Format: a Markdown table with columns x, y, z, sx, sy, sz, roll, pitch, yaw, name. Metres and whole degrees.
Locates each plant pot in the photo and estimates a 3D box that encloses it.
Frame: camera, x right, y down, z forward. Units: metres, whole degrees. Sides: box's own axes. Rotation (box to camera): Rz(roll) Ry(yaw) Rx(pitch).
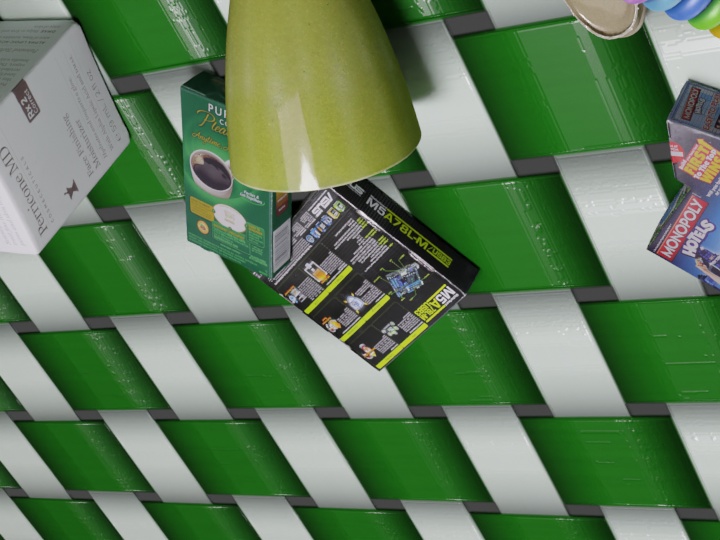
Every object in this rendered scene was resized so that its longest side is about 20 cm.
| x | y | z | sx | sy | sz | roll | pitch | yaw | name |
| --- | --- | --- | --- | --- | --- | --- | --- | --- | --- |
| -0.050 | -0.203 | 1.488 | 0.186 | 0.187 | 0.202 | 4 | 119 | 30 | plant pot |

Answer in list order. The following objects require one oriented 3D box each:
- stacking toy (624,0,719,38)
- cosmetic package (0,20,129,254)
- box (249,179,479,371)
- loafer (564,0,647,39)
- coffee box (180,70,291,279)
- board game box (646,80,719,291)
| x | y | z | sx | sy | sz | roll | pitch | yaw | name |
| --- | --- | --- | --- | --- | --- | --- | --- | --- | --- |
| 0.287 | -0.222 | 1.292 | 0.199 | 0.086 | 0.085 | 24 | 144 | -19 | stacking toy |
| -0.385 | -0.145 | 1.726 | 0.164 | 0.201 | 0.166 | 4 | 134 | 30 | cosmetic package |
| 0.000 | 0.000 | 1.750 | 0.192 | 0.048 | 0.200 | 36 | 140 | -7 | box |
| 0.175 | -0.268 | 1.335 | 0.075 | 0.068 | 0.201 | -8 | 127 | 38 | loafer |
| -0.129 | -0.099 | 1.696 | 0.122 | 0.044 | 0.201 | 23 | 132 | 27 | coffee box |
| 0.346 | -0.070 | 1.437 | 0.199 | 0.062 | 0.201 | 31 | 141 | 3 | board game box |
